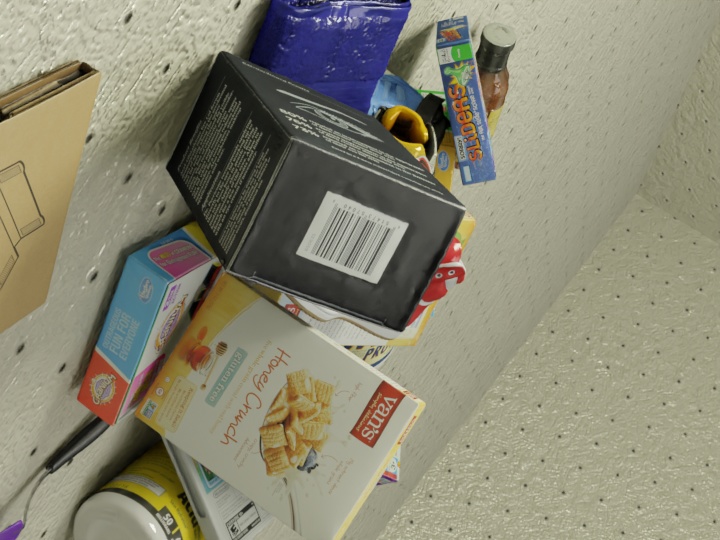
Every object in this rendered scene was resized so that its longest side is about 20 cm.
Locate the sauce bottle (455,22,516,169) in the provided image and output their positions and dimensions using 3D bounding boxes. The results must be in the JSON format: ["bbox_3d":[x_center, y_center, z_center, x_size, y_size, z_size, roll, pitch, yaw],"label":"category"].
[{"bbox_3d":[0.142,-0.206,1.724,0.066,0.066,0.200,-46,163,-39],"label":"sauce bottle"}]

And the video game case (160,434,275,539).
[{"bbox_3d":[-0.122,0.164,1.458,0.024,0.183,0.200,-17,-171,32],"label":"video game case"}]

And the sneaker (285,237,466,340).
[{"bbox_3d":[0.012,-0.008,1.200,0.112,0.071,0.200,-38,151,19],"label":"sneaker"}]

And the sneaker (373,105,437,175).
[{"bbox_3d":[0.036,-0.101,1.221,0.200,0.077,0.083,-89,-164,-67],"label":"sneaker"}]

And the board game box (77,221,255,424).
[{"bbox_3d":[-0.149,0.028,1.253,0.200,0.040,0.154,-35,154,-58],"label":"board game box"}]

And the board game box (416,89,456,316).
[{"bbox_3d":[0.069,-0.074,1.573,0.153,0.040,0.201,-89,-175,-63],"label":"board game box"}]

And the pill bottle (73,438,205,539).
[{"bbox_3d":[-0.186,0.228,1.458,0.200,0.111,0.112,-40,158,-53],"label":"pill bottle"}]

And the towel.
[{"bbox_3d":[-0.051,-0.146,1.202,0.147,0.050,0.201,-10,135,-44],"label":"towel"}]

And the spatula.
[{"bbox_3d":[-0.272,0.186,1.245,0.200,0.021,0.057,-51,178,-32],"label":"spatula"}]

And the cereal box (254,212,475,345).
[{"bbox_3d":[0.000,0.000,1.314,0.199,0.040,0.144,5,120,-44],"label":"cereal box"}]

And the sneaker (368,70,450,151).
[{"bbox_3d":[0.021,-0.138,1.355,0.077,0.111,0.200,-61,166,18],"label":"sneaker"}]

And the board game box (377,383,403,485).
[{"bbox_3d":[-0.059,0.140,1.431,0.200,0.103,0.105,29,56,-44],"label":"board game box"}]

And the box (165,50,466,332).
[{"bbox_3d":[-0.038,-0.061,1.052,0.105,0.147,0.200,-62,-153,14],"label":"box"}]

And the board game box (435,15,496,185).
[{"bbox_3d":[0.104,-0.173,1.438,0.200,0.034,0.136,-77,156,-74],"label":"board game box"}]

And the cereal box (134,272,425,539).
[{"bbox_3d":[-0.067,0.114,1.190,0.144,0.199,0.040,-58,166,2],"label":"cereal box"}]

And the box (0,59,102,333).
[{"bbox_3d":[-0.238,-0.021,0.905,0.163,0.021,0.201,-41,159,-50],"label":"box"}]

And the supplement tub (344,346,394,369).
[{"bbox_3d":[-0.013,0.001,1.477,0.145,0.145,0.200,-45,162,-40],"label":"supplement tub"}]
